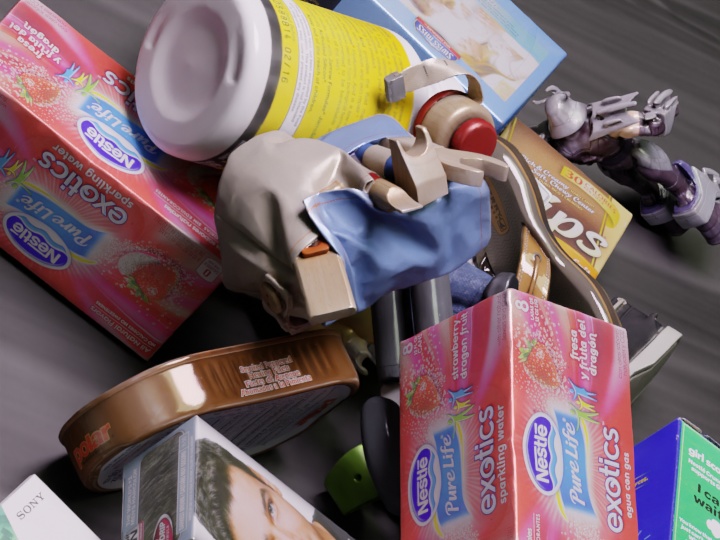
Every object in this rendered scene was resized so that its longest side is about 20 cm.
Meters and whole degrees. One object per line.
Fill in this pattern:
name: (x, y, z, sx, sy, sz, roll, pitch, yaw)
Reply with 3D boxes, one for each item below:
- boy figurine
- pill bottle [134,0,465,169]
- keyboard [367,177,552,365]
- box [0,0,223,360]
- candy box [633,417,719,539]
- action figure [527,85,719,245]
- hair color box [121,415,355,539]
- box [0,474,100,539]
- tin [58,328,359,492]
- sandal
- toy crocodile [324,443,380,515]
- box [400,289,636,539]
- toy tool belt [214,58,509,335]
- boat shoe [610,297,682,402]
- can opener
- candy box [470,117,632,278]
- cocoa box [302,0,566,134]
boy figurine: (0.000, 0.000, 1.621, 0.200, 0.064, 0.124, 21, 76, 12)
pill bottle: (-0.029, -0.104, 1.554, 0.200, 0.111, 0.111, 12, 47, -43)
keyboard: (0.058, -0.008, 1.700, 0.056, 0.011, 0.200, 42, 57, -1)
box: (-0.166, -0.056, 1.549, 0.200, 0.103, 0.095, 39, 36, -8)
candy box: (0.150, 0.210, 1.528, 0.077, 0.169, 0.200, 38, 37, -21)
action figure: (0.197, -0.087, 1.912, 0.200, 0.130, 0.069, 33, 62, -39)
hair color box: (-0.044, 0.180, 1.420, 0.200, 0.061, 0.099, 40, 27, -29)
box: (-0.148, 0.218, 1.354, 0.200, 0.036, 0.144, 44, 36, 1)
tin: (-0.085, 0.082, 1.484, 0.200, 0.112, 0.042, -10, 72, -47)
sandal: (0.105, 0.003, 1.666, 0.055, 0.082, 0.200, -14, 76, -44)
toy crocodile: (0.047, 0.106, 1.633, 0.068, 0.062, 0.200, 49, 33, 5)
box: (0.088, 0.126, 1.448, 0.095, 0.103, 0.200, 19, 59, -34)
toy tool belt: (0.022, -0.033, 1.472, 0.200, 0.125, 0.123, -27, 39, -26)
boat shoe: (0.148, 0.079, 1.735, 0.060, 0.074, 0.200, 37, 45, 14)
can opener: (0.028, 0.049, 1.535, 0.067, 0.053, 0.200, 20, 62, -66)
candy box: (0.107, -0.014, 1.800, 0.115, 0.055, 0.200, 40, 38, -2)
cocoa box: (0.017, -0.156, 1.790, 0.200, 0.131, 0.133, 43, 37, -1)
